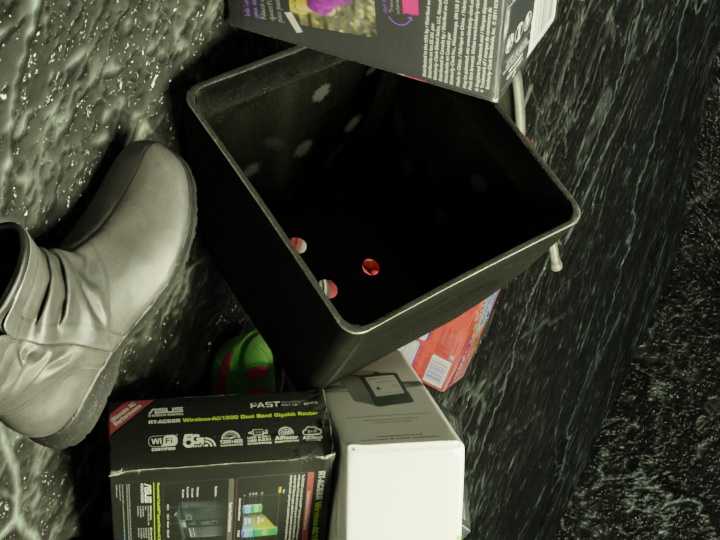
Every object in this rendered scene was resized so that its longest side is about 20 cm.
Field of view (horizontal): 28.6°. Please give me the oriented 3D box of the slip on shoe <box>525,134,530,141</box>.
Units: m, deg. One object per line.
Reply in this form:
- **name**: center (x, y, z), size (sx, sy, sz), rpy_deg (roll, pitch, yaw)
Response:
- **slip on shoe**: center (0.153, -0.136, 1.606), size (0.199, 0.073, 0.062), rpy_deg (2, 71, -65)

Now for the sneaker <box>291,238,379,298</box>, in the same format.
- **sneaker**: center (0.000, 0.000, 1.237), size (0.074, 0.086, 0.200), rpy_deg (-66, 160, -11)

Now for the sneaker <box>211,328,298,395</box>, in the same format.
- **sneaker**: center (-0.081, 0.136, 1.159), size (0.084, 0.076, 0.202), rpy_deg (-37, 143, -53)

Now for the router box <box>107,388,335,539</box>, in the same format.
- **router box**: center (-0.100, 0.172, 0.993), size (0.063, 0.148, 0.201), rpy_deg (-101, -166, -44)

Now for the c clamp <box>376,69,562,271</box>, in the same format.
- **c clamp**: center (0.063, -0.101, 1.028), size (0.027, 0.199, 0.173), rpy_deg (-25, 122, -34)

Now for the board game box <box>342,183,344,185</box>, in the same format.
- **board game box**: center (0.038, -0.164, 1.133), size (0.199, 0.023, 0.106), rpy_deg (-36, 121, -26)

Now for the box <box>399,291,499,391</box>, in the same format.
- **box**: center (0.090, 0.008, 1.449), size (0.202, 0.102, 0.095), rpy_deg (-68, 166, 12)

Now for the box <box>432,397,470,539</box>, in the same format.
- **box**: center (0.020, 0.146, 1.232), size (0.051, 0.157, 0.200), rpy_deg (-47, -166, 16)

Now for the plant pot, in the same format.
- **plant pot**: center (-0.005, -0.031, 0.985), size (0.198, 0.201, 0.178), rpy_deg (-26, 160, -29)

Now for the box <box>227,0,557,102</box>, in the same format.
- **box**: center (0.024, -0.207, 0.927), size (0.122, 0.198, 0.107), rpy_deg (-52, 154, -44)

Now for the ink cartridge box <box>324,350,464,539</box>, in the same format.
- **ink cartridge box**: center (0.012, 0.157, 1.024), size (0.200, 0.083, 0.148), rpy_deg (-126, -145, -73)

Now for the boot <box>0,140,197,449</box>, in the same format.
- **boot**: center (-0.165, -0.001, 0.801), size (0.132, 0.069, 0.202), rpy_deg (49, 57, -63)
